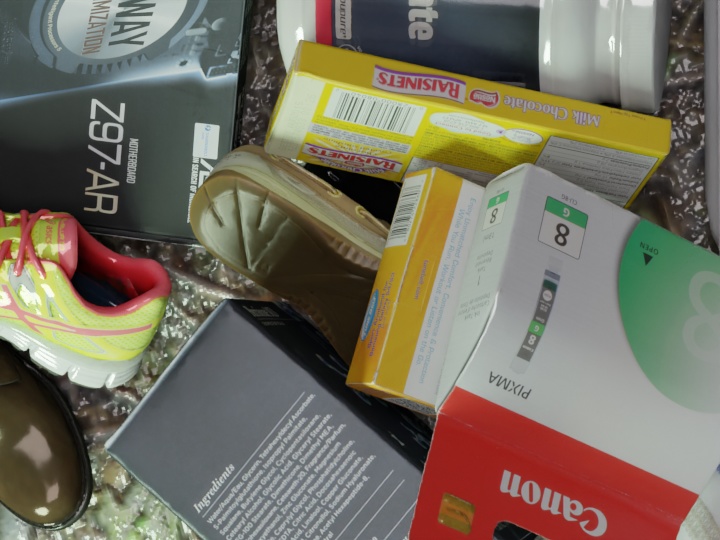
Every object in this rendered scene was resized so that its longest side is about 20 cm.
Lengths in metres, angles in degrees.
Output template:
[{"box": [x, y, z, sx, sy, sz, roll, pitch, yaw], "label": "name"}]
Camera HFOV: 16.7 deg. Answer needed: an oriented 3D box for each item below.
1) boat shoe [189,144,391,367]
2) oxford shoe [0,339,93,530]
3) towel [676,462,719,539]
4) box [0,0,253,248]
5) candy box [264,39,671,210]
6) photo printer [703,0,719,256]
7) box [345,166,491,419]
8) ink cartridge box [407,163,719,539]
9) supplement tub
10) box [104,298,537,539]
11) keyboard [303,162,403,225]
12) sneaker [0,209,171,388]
[{"box": [0.000, 0.000, 1.333, 0.200, 0.067, 0.074, 40, 122, -13], "label": "boat shoe"}, {"box": [-0.225, 0.064, 1.387, 0.072, 0.084, 0.201, -37, 85, 6], "label": "oxford shoe"}, {"box": [0.209, 0.130, 1.245, 0.200, 0.024, 0.147, -51, 40, 22], "label": "towel"}, {"box": [-0.142, -0.121, 1.353, 0.159, 0.044, 0.202, 8, 110, 2], "label": "box"}, {"box": [0.054, -0.070, 1.287, 0.198, 0.102, 0.027, 12, 69, -7], "label": "candy box"}, {"box": [0.266, -0.088, 1.305, 0.165, 0.069, 0.202, -1, 89, 10], "label": "photo printer"}, {"box": [0.099, 0.036, 1.301, 0.199, 0.041, 0.120, 22, 77, -25], "label": "box"}, {"box": [0.119, 0.067, 1.243, 0.160, 0.050, 0.201, 24, 64, -22], "label": "ink cartridge box"}, {"box": [0.064, -0.152, 1.308, 0.198, 0.140, 0.142, 4, 90, 11], "label": "supplement tub"}, {"box": [-0.016, 0.118, 1.314, 0.200, 0.148, 0.107, 40, 95, 8], "label": "box"}, {"box": [0.049, 0.000, 1.370, 0.200, 0.040, 0.104, 45, 120, 7], "label": "keyboard"}, {"box": [-0.192, -0.007, 1.339, 0.090, 0.199, 0.079, -45, 36, 42], "label": "sneaker"}]
